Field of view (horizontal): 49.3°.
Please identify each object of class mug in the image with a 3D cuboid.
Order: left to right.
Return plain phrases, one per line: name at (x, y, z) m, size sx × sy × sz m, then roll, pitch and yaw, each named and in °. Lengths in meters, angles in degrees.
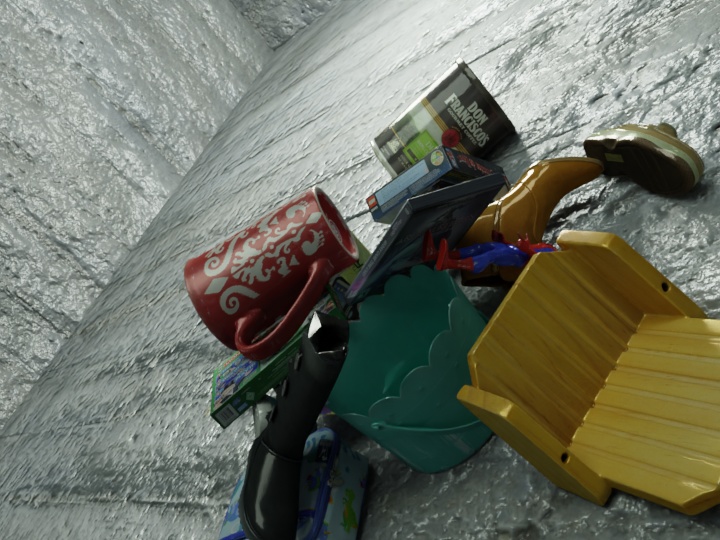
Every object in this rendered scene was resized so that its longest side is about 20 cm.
mug at (-0.099, 0.011, 0.997) m, size 0.197 × 0.180 × 0.133 m, roll -32°, pitch -18°, yaw 11°

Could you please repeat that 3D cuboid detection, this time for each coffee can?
coffee can at (0.133, -0.223, 1.285) m, size 0.199 × 0.146 × 0.147 m, roll -41°, pitch 24°, yaw 14°

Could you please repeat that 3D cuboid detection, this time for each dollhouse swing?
dollhouse swing at (0.219, 0.075, 0.665) m, size 0.201 × 0.181 × 0.176 m, roll -52°, pitch 4°, yaw -15°

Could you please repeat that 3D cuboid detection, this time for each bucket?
bucket at (0.068, 0.113, 0.883) m, size 0.206 × 0.135 × 0.209 m, roll -38°, pitch 25°, yaw 21°

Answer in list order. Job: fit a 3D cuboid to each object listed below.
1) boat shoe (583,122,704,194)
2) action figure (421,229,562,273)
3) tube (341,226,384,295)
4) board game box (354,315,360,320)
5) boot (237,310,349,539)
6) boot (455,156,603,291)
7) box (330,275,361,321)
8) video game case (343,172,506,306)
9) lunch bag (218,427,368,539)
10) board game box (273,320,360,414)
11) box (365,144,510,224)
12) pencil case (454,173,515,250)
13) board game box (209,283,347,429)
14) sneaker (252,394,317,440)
boat shoe at (0.341, -0.146, 0.919) m, size 0.075 × 0.073 × 0.200 m, roll -31°, pitch 25°, yaw -5°
action figure at (0.168, -0.020, 0.884) m, size 0.065 × 0.195 × 0.053 m, roll -155°, pitch 72°, yaw -65°
tube at (0.000, 0.000, 1.094) m, size 0.058 × 0.200 × 0.052 m, roll -43°, pitch 21°, yaw 1°
board game box at (-0.003, 0.066, 1.202) m, size 0.134 × 0.034 × 0.203 m, roll -14°, pitch 40°, yaw 52°
boot at (-0.063, 0.167, 0.820) m, size 0.203 × 0.064 × 0.166 m, roll -61°, pitch 24°, yaw 23°
boot at (0.213, -0.053, 0.972) m, size 0.196 × 0.071 × 0.148 m, roll -11°, pitch 69°, yaw 14°
box at (-0.061, 0.044, 1.142) m, size 0.201 × 0.119 × 0.041 m, roll -50°, pitch 25°, yaw -10°
video game case at (0.071, -0.034, 0.919) m, size 0.140 × 0.019 × 0.201 m, roll -19°, pitch -21°, yaw -33°
lunch bag at (-0.084, 0.291, 0.936) m, size 0.198 × 0.082 × 0.163 m, roll -29°, pitch 32°, yaw 37°
board game box at (-0.025, 0.109, 1.035) m, size 0.156 × 0.040 × 0.198 m, roll 21°, pitch 40°, yaw 38°
box at (0.114, -0.109, 1.111) m, size 0.135 × 0.198 × 0.038 m, roll -33°, pitch 71°, yaw 28°
pencil case at (0.135, -0.054, 1.101) m, size 0.198 × 0.078 × 0.090 m, roll -34°, pitch 10°, yaw 27°
board game box at (-0.106, 0.099, 0.993) m, size 0.199 × 0.029 × 0.135 m, roll -40°, pitch 16°, yaw 3°
sneaker at (-0.097, 0.196, 1.024) m, size 0.080 × 0.076 × 0.200 m, roll -9°, pitch -13°, yaw -4°
